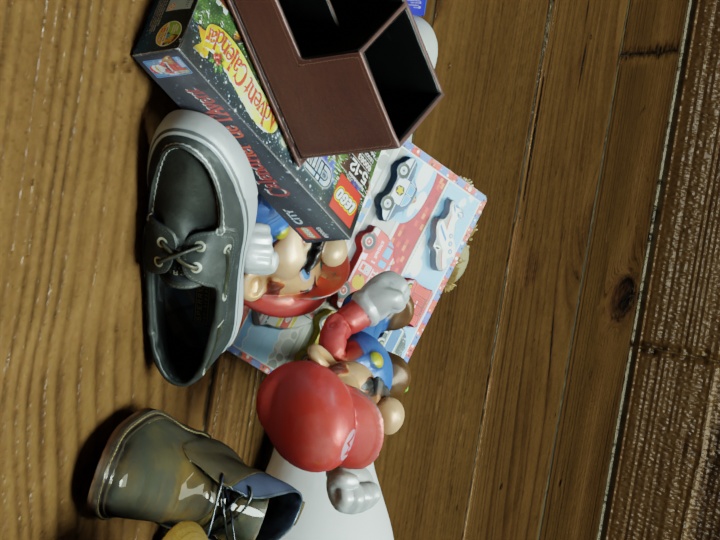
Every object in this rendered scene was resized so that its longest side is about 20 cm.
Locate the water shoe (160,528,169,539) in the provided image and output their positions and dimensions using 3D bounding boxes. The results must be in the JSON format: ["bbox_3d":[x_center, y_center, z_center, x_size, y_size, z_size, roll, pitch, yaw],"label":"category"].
[{"bbox_3d":[-0.118,0.234,1.704,0.079,0.071,0.200,51,51,-73],"label":"water shoe"}]

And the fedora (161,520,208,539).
[{"bbox_3d":[-0.153,0.238,1.556,0.201,0.082,0.201,15,90,-79],"label":"fedora"}]

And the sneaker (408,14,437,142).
[{"bbox_3d":[-0.012,-0.090,1.916,0.116,0.074,0.200,-23,130,-54],"label":"sneaker"}]

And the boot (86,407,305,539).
[{"bbox_3d":[-0.102,0.137,1.631,0.200,0.097,0.075,1,109,-75],"label":"boot"}]

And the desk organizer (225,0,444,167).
[{"bbox_3d":[-0.028,-0.169,1.540,0.072,0.077,0.200,-50,126,-45],"label":"desk organizer"}]

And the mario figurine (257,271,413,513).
[{"bbox_3d":[0.007,0.082,1.730,0.123,0.106,0.200,56,22,-9],"label":"mario figurine"}]

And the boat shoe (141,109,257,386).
[{"bbox_3d":[-0.104,-0.009,1.595,0.057,0.069,0.200,-65,162,-44],"label":"boat shoe"}]

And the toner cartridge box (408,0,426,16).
[{"bbox_3d":[0.011,-0.240,1.917,0.200,0.043,0.095,-16,117,-74],"label":"toner cartridge box"}]

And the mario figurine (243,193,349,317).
[{"bbox_3d":[-0.047,-0.043,1.697,0.123,0.106,0.200,-38,143,-14],"label":"mario figurine"}]

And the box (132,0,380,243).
[{"bbox_3d":[-0.051,-0.129,1.603,0.200,0.038,0.137,47,50,-41],"label":"box"}]

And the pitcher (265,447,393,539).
[{"bbox_3d":[-0.026,0.197,1.950,0.172,0.121,0.200,49,42,-67],"label":"pitcher"}]

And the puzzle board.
[{"bbox_3d":[0.000,0.000,1.849,0.151,0.017,0.200,33,78,-35],"label":"puzzle board"}]

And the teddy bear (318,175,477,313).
[{"bbox_3d":[0.011,-0.004,1.925,0.200,0.067,0.145,-38,153,-19],"label":"teddy bear"}]
